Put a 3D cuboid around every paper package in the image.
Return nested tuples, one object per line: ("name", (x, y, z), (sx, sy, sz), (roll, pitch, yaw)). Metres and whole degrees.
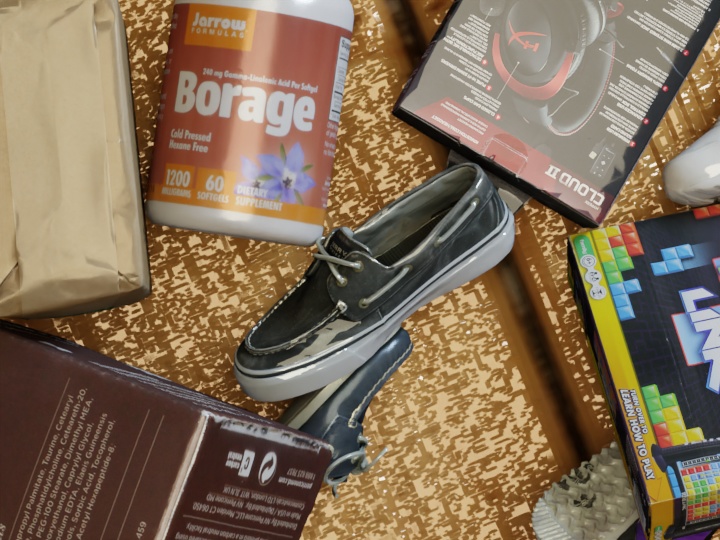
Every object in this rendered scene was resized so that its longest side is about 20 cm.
("paper package", (-0.184, -0.068, 1.587), (0.103, 0.200, 0.191), (-6, 89, -4))

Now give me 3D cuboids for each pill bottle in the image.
("pill bottle", (-0.065, -0.120, 1.638), (0.112, 0.112, 0.201), (8, 90, -3))

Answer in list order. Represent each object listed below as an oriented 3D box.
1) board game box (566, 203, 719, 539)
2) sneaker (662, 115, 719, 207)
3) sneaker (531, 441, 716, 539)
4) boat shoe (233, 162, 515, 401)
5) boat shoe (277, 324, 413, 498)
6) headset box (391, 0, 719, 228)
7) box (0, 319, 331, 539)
("board game box", (0.229, 0.055, 1.633), (0.165, 0.057, 0.200), (-13, 57, -3))
("sneaker", (0.264, -0.114, 1.683), (0.200, 0.078, 0.100), (-30, 85, -12))
("sneaker", (0.197, 0.146, 1.677), (0.200, 0.070, 0.100), (-28, 130, -17))
("boat shoe", (0.000, 0.000, 1.626), (0.200, 0.072, 0.071), (-36, 130, -11))
("boat shoe", (-0.030, 0.116, 1.658), (0.062, 0.075, 0.200), (41, 85, -2))
("headset box", (0.121, -0.130, 1.667), (0.148, 0.075, 0.200), (30, 88, -3))
("box", (-0.157, 0.137, 1.571), (0.200, 0.166, 0.165), (20, 89, 27))
